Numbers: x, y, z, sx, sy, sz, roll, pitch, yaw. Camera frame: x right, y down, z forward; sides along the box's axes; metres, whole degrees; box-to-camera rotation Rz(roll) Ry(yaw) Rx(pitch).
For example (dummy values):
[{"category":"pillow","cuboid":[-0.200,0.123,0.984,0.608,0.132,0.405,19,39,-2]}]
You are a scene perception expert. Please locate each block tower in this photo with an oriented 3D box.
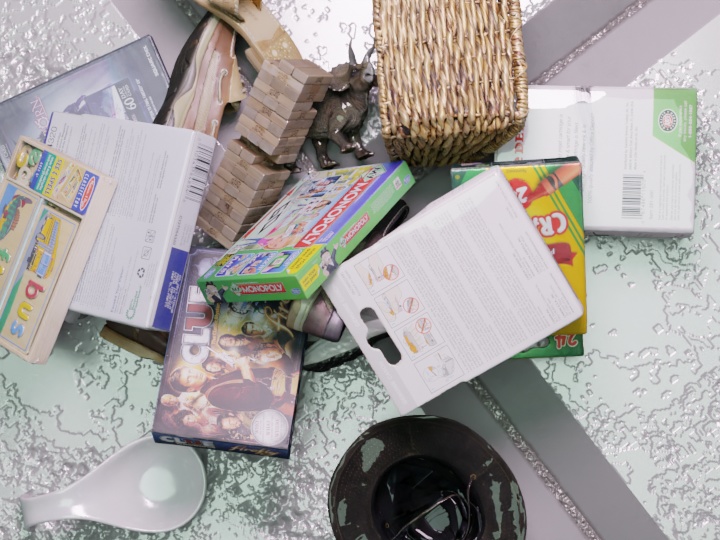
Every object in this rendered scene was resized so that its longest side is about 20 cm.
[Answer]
[{"category":"block tower","cuboid":[-0.099,-0.121,1.550,0.054,0.058,0.200,35,111,22]}]

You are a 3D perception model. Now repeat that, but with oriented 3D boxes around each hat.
[{"category":"hat","cuboid":[0.067,0.235,1.533,0.200,0.081,0.201,0,93,3]}]

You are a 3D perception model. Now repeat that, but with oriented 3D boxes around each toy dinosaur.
[{"category":"toy dinosaur","cuboid":[-0.043,-0.159,1.586,0.200,0.077,0.103,-18,79,35]}]

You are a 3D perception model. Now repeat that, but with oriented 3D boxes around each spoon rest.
[{"category":"spoon rest","cuboid":[-0.255,0.230,1.567,0.199,0.061,0.100,-14,84,4]}]

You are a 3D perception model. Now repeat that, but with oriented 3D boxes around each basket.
[{"category":"basket","cuboid":[0.094,-0.208,1.534,0.149,0.143,0.201,-7,75,7]}]

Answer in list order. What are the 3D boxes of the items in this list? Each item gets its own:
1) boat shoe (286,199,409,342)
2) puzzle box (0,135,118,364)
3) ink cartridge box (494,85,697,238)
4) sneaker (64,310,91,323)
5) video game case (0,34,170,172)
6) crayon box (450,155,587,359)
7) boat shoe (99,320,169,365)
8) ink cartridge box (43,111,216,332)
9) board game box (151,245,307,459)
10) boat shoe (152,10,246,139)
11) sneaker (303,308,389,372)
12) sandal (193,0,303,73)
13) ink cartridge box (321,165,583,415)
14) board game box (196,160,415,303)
[{"category":"boat shoe","cuboid":[0.000,0.000,1.515,0.065,0.072,0.200,33,49,8]},{"category":"puzzle box","cuboid":[-0.327,-0.021,1.529,0.133,0.025,0.200,25,95,34]},{"category":"ink cartridge box","cuboid":[0.234,-0.109,1.546,0.199,0.084,0.147,2,87,5]},{"category":"sneaker","cuboid":[-0.258,-0.044,1.585,0.200,0.078,0.099,-44,80,-1]},{"category":"video game case","cuboid":[-0.285,-0.145,1.624,0.200,0.019,0.143,-24,84,1]},{"category":"crayon box","cuboid":[0.155,-0.006,1.490,0.127,0.051,0.201,-4,100,5]},{"category":"boat shoe","cuboid":[-0.170,0.078,1.568,0.200,0.070,0.070,27,92,6]},{"category":"ink cartridge box","cuboid":[-0.248,-0.052,1.521,0.200,0.043,0.197,12,87,36]},{"category":"board game box","cuboid":[-0.122,0.079,1.515,0.135,0.035,0.200,6,67,3]},{"category":"boat shoe","cuboid":[-0.159,-0.188,1.591,0.074,0.076,0.200,26,73,-19]},{"category":"sneaker","cuboid":[0.022,0.033,1.558,0.200,0.074,0.080,-23,78,2]},{"category":"sandal","cuboid":[-0.116,-0.284,1.555,0.212,0.070,0.078,50,45,-15]},{"category":"ink cartridge box","cuboid":[0.086,0.020,1.452,0.200,0.050,0.161,-30,96,11]},{"category":"board game box","cuboid":[-0.051,-0.038,1.496,0.134,0.200,0.029,-5,121,41]}]
